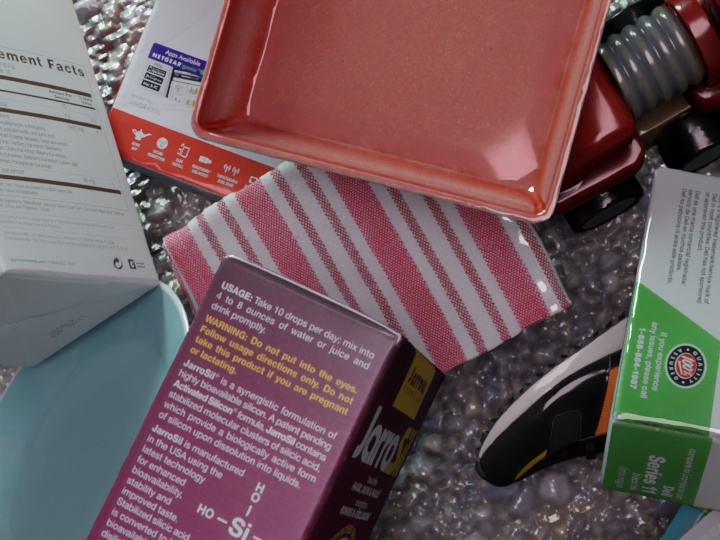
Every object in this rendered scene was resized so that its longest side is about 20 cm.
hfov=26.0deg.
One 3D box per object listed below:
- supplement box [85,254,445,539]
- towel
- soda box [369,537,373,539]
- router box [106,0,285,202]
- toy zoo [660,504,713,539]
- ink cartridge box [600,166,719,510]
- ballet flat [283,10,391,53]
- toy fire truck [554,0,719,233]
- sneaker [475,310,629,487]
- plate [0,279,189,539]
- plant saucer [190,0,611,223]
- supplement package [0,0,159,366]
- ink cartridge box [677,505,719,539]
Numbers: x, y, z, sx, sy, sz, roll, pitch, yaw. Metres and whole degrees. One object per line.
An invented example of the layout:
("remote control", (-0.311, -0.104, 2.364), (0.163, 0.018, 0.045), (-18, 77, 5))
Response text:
("supplement box", (-0.051, 0.112, 0.781), (0.103, 0.131, 0.201), (24, 85, 17))
("towel", (0.000, 0.000, 0.865), (0.199, 0.030, 0.147), (-29, 93, 20))
("soda box", (0.037, 0.224, 0.844), (0.200, 0.068, 0.064), (44, 90, 14))
("router box", (-0.031, -0.117, 0.922), (0.198, 0.049, 0.181), (20, 85, 13))
("toy zoo", (0.187, 0.198, 0.801), (0.131, 0.020, 0.201), (35, 83, -22))
("ink cartridge box", (0.226, 0.045, 0.751), (0.198, 0.083, 0.148), (11, 59, 10))
("ballet flat", (0.031, -0.152, 0.855), (0.198, 0.076, 0.064), (-16, 70, 5))
("toy fire truck", (0.162, -0.099, 0.806), (0.175, 0.200, 0.129), (-29, 77, 4))
("sneaker", (0.158, 0.072, 0.845), (0.199, 0.070, 0.090), (-36, 73, 1))
("plate", (-0.156, 0.097, 0.873), (0.199, 0.026, 0.201), (-31, 41, 30))
("plant saucer", (0.032, -0.140, 0.797), (0.198, 0.037, 0.201), (15, 88, 19))
("supplement package", (-0.219, -0.060, 0.885), (0.121, 0.119, 0.201), (-31, 70, 31))
("ink cartridge box", (0.181, 0.234, 0.777), (0.162, 0.057, 0.201), (-36, 91, -14))
